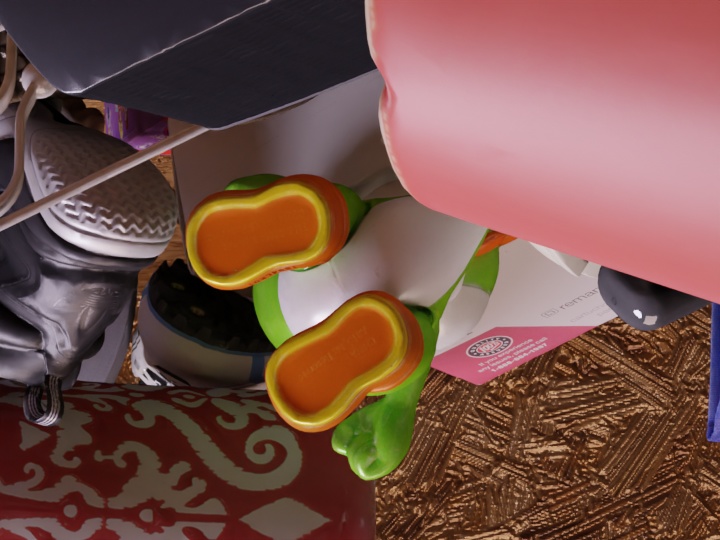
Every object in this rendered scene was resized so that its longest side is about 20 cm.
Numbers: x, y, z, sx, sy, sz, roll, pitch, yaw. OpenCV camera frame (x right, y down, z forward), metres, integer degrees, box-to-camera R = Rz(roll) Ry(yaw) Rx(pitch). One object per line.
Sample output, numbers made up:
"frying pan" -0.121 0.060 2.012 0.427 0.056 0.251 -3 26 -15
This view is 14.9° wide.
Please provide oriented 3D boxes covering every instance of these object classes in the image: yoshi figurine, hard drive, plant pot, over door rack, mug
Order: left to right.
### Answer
"mug" -0.115 0.117 1.117 0.199 0.134 0.178 7 142 -20
"over door rack" -0.072 -0.079 0.890 0.199 0.067 0.148 -15 158 -11
"yoshi figurine" -0.011 0.011 1.020 0.111 0.113 0.200 19 -172 14
"hard drive" 0.011 -0.095 0.749 0.199 0.043 0.135 -24 169 17
"plant pot" 0.103 -0.073 0.553 0.176 0.202 0.200 6 179 15

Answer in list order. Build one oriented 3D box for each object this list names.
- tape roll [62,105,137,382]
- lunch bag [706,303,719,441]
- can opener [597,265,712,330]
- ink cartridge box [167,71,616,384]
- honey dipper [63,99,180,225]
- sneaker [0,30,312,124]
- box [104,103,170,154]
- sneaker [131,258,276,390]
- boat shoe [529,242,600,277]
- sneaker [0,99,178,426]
"tape roll" -0.197 0.003 1.218 0.199 0.202 0.066 -3 178 -2
"lunch bag" 0.233 -0.027 1.216 0.149 0.201 0.094 3 152 0
"can opener" 0.179 -0.023 0.988 0.199 0.067 0.054 -23 142 -30
"ink cartridge box" 0.035 -0.034 1.184 0.146 0.083 0.199 -28 148 32
"honey dipper" -0.086 -0.031 1.262 0.199 0.038 0.038 32 -171 19
"sneaker" -0.101 -0.096 1.007 0.199 0.071 0.075 -2 -160 -34
"box" -0.036 -0.085 1.279 0.136 0.039 0.200 -3 176 -16
"sneaker" -0.070 0.038 1.206 0.072 0.073 0.200 30 179 2
"boat shoe" 0.080 -0.040 1.007 0.060 0.072 0.202 -41 171 8
"sneaker" -0.149 -0.022 1.058 0.075 0.114 0.200 10 -159 -39
